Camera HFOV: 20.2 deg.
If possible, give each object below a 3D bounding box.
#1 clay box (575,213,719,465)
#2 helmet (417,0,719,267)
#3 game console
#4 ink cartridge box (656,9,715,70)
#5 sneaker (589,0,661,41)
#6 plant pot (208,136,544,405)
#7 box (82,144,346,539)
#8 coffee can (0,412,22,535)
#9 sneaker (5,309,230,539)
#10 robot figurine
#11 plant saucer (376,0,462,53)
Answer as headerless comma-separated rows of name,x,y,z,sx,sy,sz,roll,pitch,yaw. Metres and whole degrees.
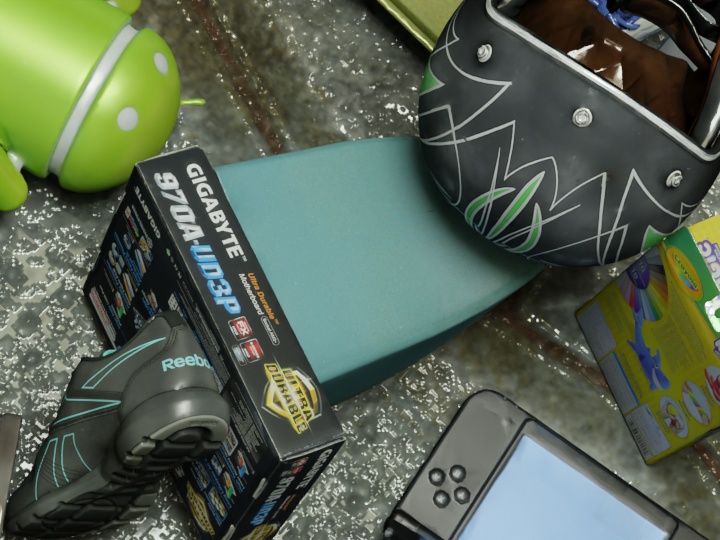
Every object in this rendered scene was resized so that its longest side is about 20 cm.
clay box,0.204,0.043,1.252,0.048,0.200,0.115,-22,80,-18
helmet,0.126,-0.095,1.173,0.200,0.200,0.191,34,65,-1
game console,0.121,0.182,1.235,0.200,0.116,0.176,36,69,-1
ink cartridge box,0.316,-0.167,1.387,0.200,0.115,0.068,-17,78,-18
sneaker,0.152,-0.166,1.314,0.200,0.088,0.075,-41,88,-19
plant pot,0.000,0.000,1.257,0.200,0.141,0.141,-17,78,-28
box,-0.091,0.051,1.187,0.046,0.159,0.200,-18,69,-28
coffee can,-0.303,0.136,1.135,0.200,0.146,0.146,11,71,-9
sneaker,-0.144,0.096,1.171,0.075,0.200,0.079,6,58,-42
robot figurine,-0.201,-0.125,1.255,0.200,0.116,0.176,29,67,-3
plant saucer,0.097,-0.213,1.387,0.200,0.048,0.200,44,69,3
